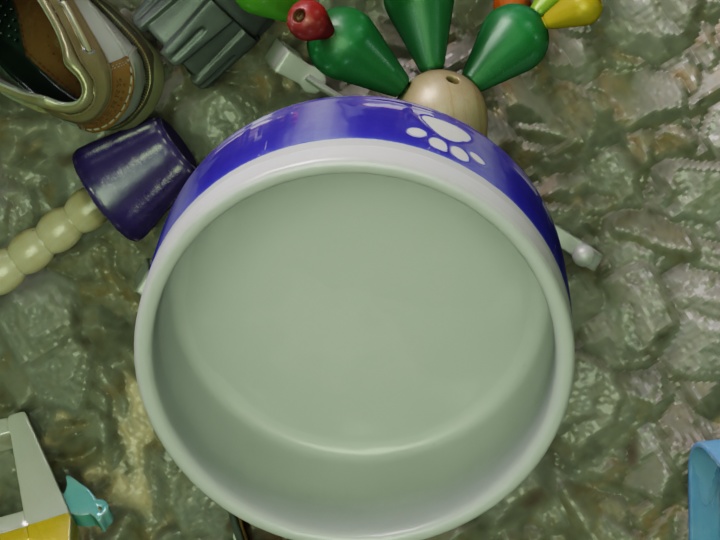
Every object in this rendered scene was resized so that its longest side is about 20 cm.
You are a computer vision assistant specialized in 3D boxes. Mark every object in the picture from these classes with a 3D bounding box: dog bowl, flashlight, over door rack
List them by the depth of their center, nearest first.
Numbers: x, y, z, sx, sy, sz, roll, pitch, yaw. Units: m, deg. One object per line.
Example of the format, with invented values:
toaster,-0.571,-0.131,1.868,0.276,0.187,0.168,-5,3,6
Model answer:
dog bowl,-0.001,0.024,1.155,0.199,0.079,0.201,1,117,2
flashlight,-0.029,-0.180,1.236,0.200,0.068,0.068,-43,91,6
over door rack,0.000,0.000,1.250,0.200,0.067,0.148,33,96,1

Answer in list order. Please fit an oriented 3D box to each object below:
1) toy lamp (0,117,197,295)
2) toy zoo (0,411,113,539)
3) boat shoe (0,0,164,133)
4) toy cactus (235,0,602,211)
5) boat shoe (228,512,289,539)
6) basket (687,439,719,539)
toy lamp,-0.170,-0.006,1.269,0.200,0.058,0.058,-37,91,8
toy zoo,-0.222,0.149,1.262,0.199,0.020,0.132,-16,58,0
boat shoe,-0.187,-0.141,1.236,0.200,0.068,0.075,35,105,15
toy cactus,0.040,-0.111,1.190,0.199,0.102,0.166,-4,82,-38
boat shoe,-0.027,0.171,1.269,0.071,0.068,0.201,-13,96,6
basket,0.192,0.198,1.205,0.138,0.176,0.201,-7,108,-9
